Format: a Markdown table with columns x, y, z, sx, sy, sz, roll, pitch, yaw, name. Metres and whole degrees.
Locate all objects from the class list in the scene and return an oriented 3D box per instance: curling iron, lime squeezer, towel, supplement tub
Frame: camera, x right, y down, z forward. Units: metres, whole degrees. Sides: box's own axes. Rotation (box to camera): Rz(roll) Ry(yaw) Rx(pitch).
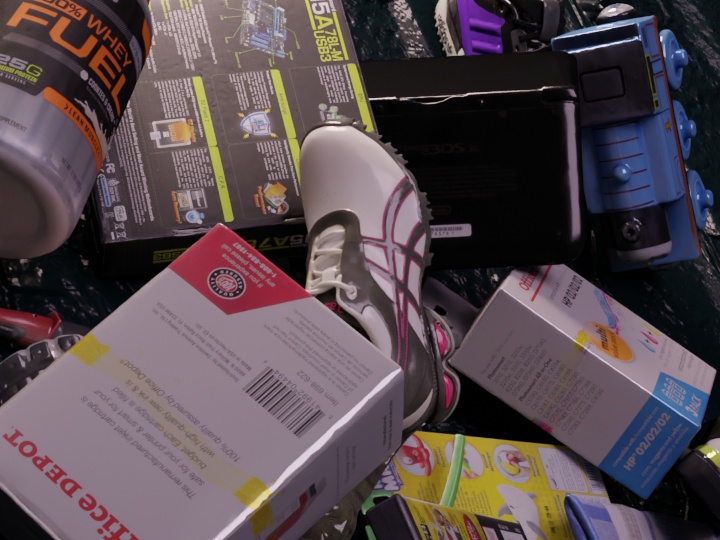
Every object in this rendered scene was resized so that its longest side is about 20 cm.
| x | y | z | sx | sy | sz | roll | pitch | yaw | name |
| --- | --- | --- | --- | --- | --- | --- | --- | --- | --- |
| -0.192 | 0.027 | 1.459 | 0.200 | 0.026 | 0.050 | 21 | 48 | -25 | curling iron |
| 0.017 | 0.172 | 1.452 | 0.200 | 0.038 | 0.071 | -36 | 38 | -31 | lime squeezer |
| 0.208 | 0.217 | 1.576 | 0.200 | 0.024 | 0.147 | 19 | 45 | -53 | towel |
| -0.199 | -0.117 | 1.480 | 0.122 | 0.123 | 0.200 | 29 | 53 | -16 | supplement tub |

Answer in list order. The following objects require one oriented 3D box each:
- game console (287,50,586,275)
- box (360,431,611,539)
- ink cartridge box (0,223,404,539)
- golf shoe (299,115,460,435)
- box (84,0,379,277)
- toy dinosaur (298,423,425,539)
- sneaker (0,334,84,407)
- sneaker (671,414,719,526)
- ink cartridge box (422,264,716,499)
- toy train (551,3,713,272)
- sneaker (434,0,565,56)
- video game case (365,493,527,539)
| x | y | z | sx | sy | sz | roll | pitch | yaw | name |
| --- | --- | --- | --- | --- | --- | --- | --- | --- | --- |
| 0.052 | -0.077 | 1.675 | 0.199 | 0.116 | 0.177 | -3 | 78 | 5 | game console |
| 0.076 | 0.164 | 1.546 | 0.200 | 0.048 | 0.118 | 10 | 50 | -36 | box |
| -0.095 | 0.094 | 1.328 | 0.145 | 0.084 | 0.200 | 39 | 64 | 22 | ink cartridge box |
| 0.000 | 0.000 | 1.463 | 0.088 | 0.077 | 0.201 | 0 | 69 | -54 | golf shoe |
| -0.090 | -0.096 | 1.581 | 0.192 | 0.048 | 0.200 | -6 | 57 | -15 | box |
| -0.035 | 0.138 | 1.447 | 0.088 | 0.048 | 0.200 | 17 | 38 | 15 | toy dinosaur |
| -0.129 | 0.081 | 1.436 | 0.199 | 0.085 | 0.075 | -5 | 71 | -17 | sneaker |
| 0.257 | 0.126 | 1.636 | 0.072 | 0.083 | 0.200 | 50 | 2 | 1 | sneaker |
| 0.133 | 0.052 | 1.634 | 0.200 | 0.068 | 0.115 | 34 | 21 | 1 | ink cartridge box |
| 0.198 | -0.093 | 1.789 | 0.114 | 0.086 | 0.201 | -27 | 107 | -67 | toy train |
| 0.120 | -0.156 | 1.817 | 0.069 | 0.100 | 0.201 | 1 | 55 | -36 | sneaker |
| 0.087 | 0.228 | 1.395 | 0.181 | 0.025 | 0.200 | 22 | 40 | -62 | video game case |
